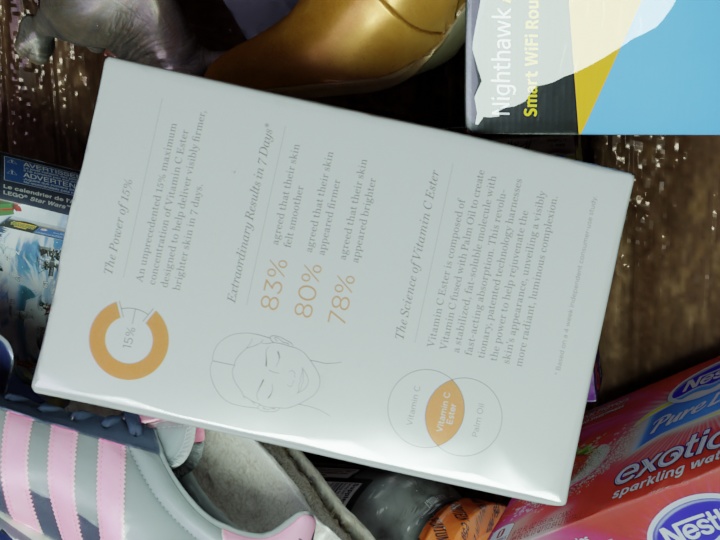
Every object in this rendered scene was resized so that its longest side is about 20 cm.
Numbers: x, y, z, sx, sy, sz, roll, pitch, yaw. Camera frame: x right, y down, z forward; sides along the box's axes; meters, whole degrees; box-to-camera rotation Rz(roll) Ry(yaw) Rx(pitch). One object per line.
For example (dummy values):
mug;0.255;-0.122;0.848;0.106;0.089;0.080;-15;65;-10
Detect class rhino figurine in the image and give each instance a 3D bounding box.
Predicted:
rhino figurine;-0.118;-0.124;0.864;0.200;0.060;0.087;52;143;1

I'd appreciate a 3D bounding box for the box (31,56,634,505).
box;-0.009;0.005;0.744;0.198;0.097;0.126;13;89;1

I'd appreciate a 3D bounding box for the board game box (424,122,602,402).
board game box;0.000;0.000;0.838;0.198;0.032;0.121;-3;114;14

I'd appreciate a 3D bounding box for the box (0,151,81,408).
box;-0.150;0.042;0.930;0.136;0.040;0.201;14;125;-19

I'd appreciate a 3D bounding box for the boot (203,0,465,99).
boot;0.014;-0.148;0.775;0.200;0.071;0.145;-10;98;22

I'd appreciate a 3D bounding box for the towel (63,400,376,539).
towel;-0.068;0.123;0.827;0.200;0.034;0.133;47;114;21

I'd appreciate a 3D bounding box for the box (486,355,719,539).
box;0.157;0.092;0.761;0.199;0.100;0.096;-27;105;37

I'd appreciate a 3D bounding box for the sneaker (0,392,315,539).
sneaker;-0.107;0.079;0.781;0.199;0.070;0.082;36;86;7

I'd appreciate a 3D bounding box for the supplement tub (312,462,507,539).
supplement tub;-0.026;0.149;0.894;0.199;0.122;0.124;0;110;32

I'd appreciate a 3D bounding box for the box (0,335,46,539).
box;-0.203;0.085;0.880;0.121;0.032;0.201;34;122;27

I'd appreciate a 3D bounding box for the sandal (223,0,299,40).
sandal;-0.069;-0.170;0.833;0.201;0.043;0.076;51;127;3

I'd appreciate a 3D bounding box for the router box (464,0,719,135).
router box;0.110;-0.150;0.688;0.148;0.051;0.202;0;111;4
